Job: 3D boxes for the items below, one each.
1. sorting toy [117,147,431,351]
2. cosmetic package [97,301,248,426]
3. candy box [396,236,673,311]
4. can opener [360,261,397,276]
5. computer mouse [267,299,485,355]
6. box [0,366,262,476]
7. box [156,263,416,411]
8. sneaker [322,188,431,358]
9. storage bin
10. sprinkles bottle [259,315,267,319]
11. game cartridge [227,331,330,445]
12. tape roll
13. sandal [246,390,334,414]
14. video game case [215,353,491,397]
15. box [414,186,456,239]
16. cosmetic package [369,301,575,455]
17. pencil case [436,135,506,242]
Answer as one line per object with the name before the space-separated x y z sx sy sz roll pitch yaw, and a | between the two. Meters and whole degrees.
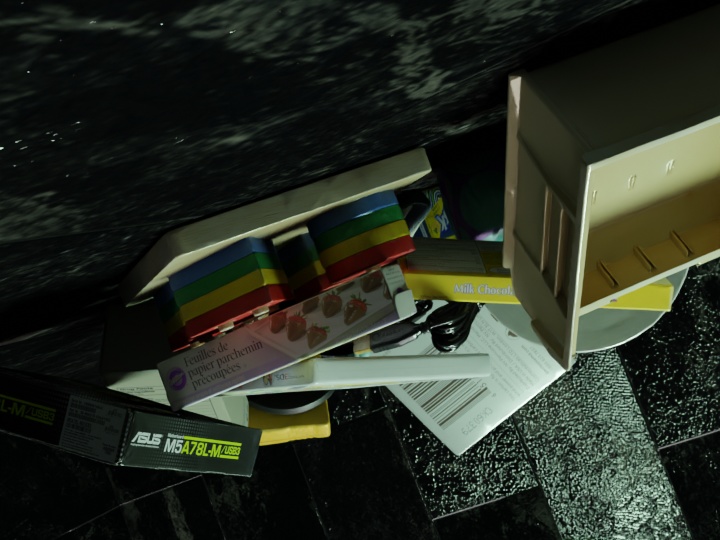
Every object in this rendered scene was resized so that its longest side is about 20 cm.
sorting toy | -0.061 -0.006 0.864 0.199 0.070 0.199 -20 177 -23
cosmetic package | -0.171 0.111 1.097 0.104 0.072 0.201 -2 146 2
candy box | 0.128 0.002 0.887 0.198 0.027 0.102 3 -166 -1
can opener | 0.000 0.000 1.011 0.198 0.067 0.053 -4 -171 13
computer mouse | 0.008 0.050 0.913 0.198 0.046 0.140 -8 -166 20
box | -0.207 0.115 0.907 0.199 0.048 0.193 11 175 26
box | -0.055 0.050 0.841 0.199 0.039 0.041 -23 176 22
sneaker | 0.020 0.011 1.088 0.200 0.086 0.078 -55 180 32
storage bin | 0.196 -0.054 0.725 0.199 0.094 0.199 -22 140 -13
sprinkles bottle | -0.097 0.024 1.183 0.068 0.069 0.200 -21 177 -19
game cartridge | -0.139 0.114 1.254 0.198 0.177 0.033 -5 137 -6
tape roll | 0.193 -0.029 1.039 0.201 0.204 0.071 -22 176 7
sandal | -0.123 0.096 1.215 0.198 0.045 0.075 17 -137 13
video game case | -0.021 0.089 0.978 0.199 0.023 0.181 3 171 -42
box | 0.019 -0.024 1.212 0.070 0.065 0.199 -19 176 -46
cosmetic package | 0.103 0.054 1.264 0.165 0.165 0.200 -40 -159 12
pencil case | 0.163 -0.084 0.958 0.199 0.086 0.092 -22 164 5
